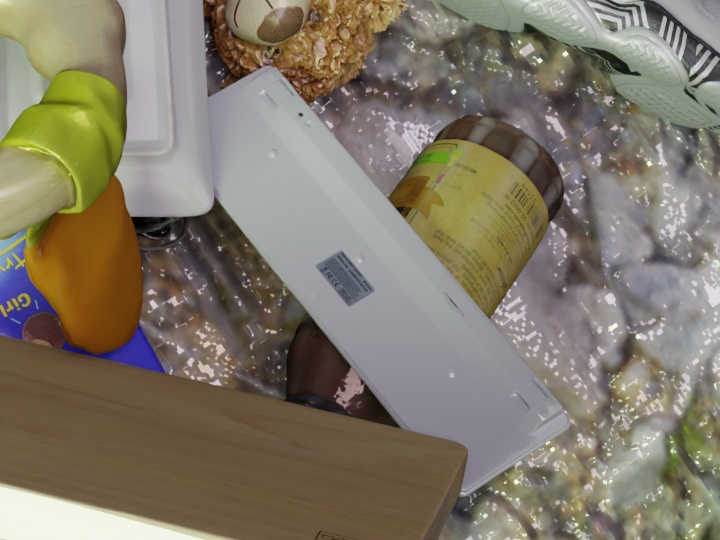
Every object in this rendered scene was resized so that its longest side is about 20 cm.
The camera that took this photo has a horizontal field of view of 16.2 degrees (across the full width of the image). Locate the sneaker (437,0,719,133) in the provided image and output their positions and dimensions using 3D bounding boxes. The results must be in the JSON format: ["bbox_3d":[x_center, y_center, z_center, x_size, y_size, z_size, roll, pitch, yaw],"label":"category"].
[{"bbox_3d":[0.121,-0.140,1.085,0.199,0.075,0.116,25,81,-4],"label":"sneaker"}]

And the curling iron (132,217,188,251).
[{"bbox_3d":[-0.142,-0.087,1.047,0.050,0.026,0.200,-39,89,-33],"label":"curling iron"}]

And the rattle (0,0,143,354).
[{"bbox_3d":[-0.183,-0.043,0.930,0.198,0.143,0.131,-2,70,-3],"label":"rattle"}]

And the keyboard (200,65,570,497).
[{"bbox_3d":[0.000,0.000,0.991,0.056,0.011,0.200,-33,67,-17],"label":"keyboard"}]

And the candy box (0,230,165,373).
[{"bbox_3d":[-0.170,0.054,0.999,0.168,0.077,0.201,-28,87,-16],"label":"candy box"}]

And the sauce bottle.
[{"bbox_3d":[0.012,0.023,1.018,0.065,0.065,0.200,38,57,-4],"label":"sauce bottle"}]

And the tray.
[{"bbox_3d":[-0.113,-0.120,0.997,0.106,0.022,0.202,-1,78,-15],"label":"tray"}]

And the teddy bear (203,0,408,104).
[{"bbox_3d":[-0.071,-0.156,1.053,0.144,0.067,0.201,-22,87,-10],"label":"teddy bear"}]

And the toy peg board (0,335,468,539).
[{"bbox_3d":[-0.078,0.103,0.863,0.198,0.199,0.099,12,100,6],"label":"toy peg board"}]
